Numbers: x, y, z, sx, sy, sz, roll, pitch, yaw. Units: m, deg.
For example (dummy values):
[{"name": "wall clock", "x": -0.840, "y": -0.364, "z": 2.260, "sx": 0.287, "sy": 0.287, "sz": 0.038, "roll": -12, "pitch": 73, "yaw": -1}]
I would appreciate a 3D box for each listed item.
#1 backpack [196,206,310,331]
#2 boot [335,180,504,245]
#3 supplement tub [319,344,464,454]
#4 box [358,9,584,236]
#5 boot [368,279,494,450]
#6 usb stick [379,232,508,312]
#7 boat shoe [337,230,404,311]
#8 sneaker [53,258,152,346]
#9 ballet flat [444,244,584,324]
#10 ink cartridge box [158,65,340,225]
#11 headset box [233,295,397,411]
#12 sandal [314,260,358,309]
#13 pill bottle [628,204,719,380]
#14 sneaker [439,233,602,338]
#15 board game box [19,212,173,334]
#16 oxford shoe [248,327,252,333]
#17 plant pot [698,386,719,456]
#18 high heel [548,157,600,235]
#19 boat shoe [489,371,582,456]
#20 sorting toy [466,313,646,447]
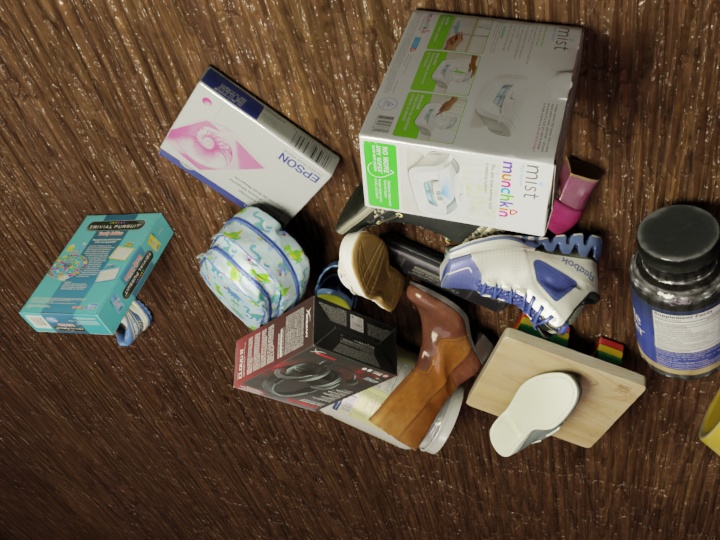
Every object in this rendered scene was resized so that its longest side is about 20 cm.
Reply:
[{"name": "backpack", "x": -0.143, "y": -0.001, "z": 1.086, "sx": 0.163, "sy": 0.154, "sz": 0.200, "roll": 48, "pitch": 143, "yaw": 3}, {"name": "boot", "x": 0.073, "y": -0.065, "z": 0.987, "sx": 0.153, "sy": 0.074, "sz": 0.203, "roll": 33, "pitch": 143, "yaw": -19}, {"name": "supplement tub", "x": 0.047, "y": 0.190, "z": 1.246, "sx": 0.199, "sy": 0.146, "sz": 0.145, "roll": 25, "pitch": 143, "yaw": -4}, {"name": "box", "x": 0.111, "y": -0.149, "z": 0.761, "sx": 0.175, "sy": 0.201, "sz": 0.097, "roll": 10, "pitch": 142, "yaw": 13}, {"name": "boot", "x": 0.076, "y": 0.134, "z": 1.128, "sx": 0.188, "sy": 0.200, "sz": 0.068, "roll": 46, "pitch": 172, "yaw": -39}, {"name": "usb stick", "x": 0.112, "y": 0.004, "z": 1.082, "sx": 0.199, "sy": 0.033, "sz": 0.056, "roll": 23, "pitch": 152, "yaw": -2}, {"name": "boat shoe", "x": 0.000, "y": 0.000, "z": 1.037, "sx": 0.069, "sy": 0.071, "sz": 0.200, "roll": 21, "pitch": 165, "yaw": 22}, {"name": "sneaker", "x": -0.453, "y": 0.056, "z": 1.378, "sx": 0.077, "sy": 0.086, "sz": 0.200, "roll": -21, "pitch": 125, "yaw": 42}, {"name": "ballet flat", "x": 0.204, "y": 0.001, "z": 1.022, "sx": 0.199, "sy": 0.068, "sz": 0.064, "roll": 28, "pitch": 115, "yaw": -10}, {"name": "ink cartridge box", "x": -0.156, "y": -0.139, "z": 1.035, "sx": 0.196, "sy": 0.043, "sz": 0.200, "roll": 33, "pitch": 140, "yaw": -14}, {"name": "headset box", "x": -0.070, "y": 0.123, "z": 1.097, "sx": 0.148, "sy": 0.078, "sz": 0.199, "roll": 25, "pitch": 140, "yaw": -36}, {"name": "sandal", "x": -0.037, "y": 0.045, "z": 1.168, "sx": 0.079, "sy": 0.088, "sz": 0.200, "roll": 19, "pitch": 164, "yaw": -5}, {"name": "pill bottle", "x": 0.370, "y": 0.026, "z": 0.917, "sx": 0.111, "sy": 0.112, "sz": 0.201, "roll": 1, "pitch": 137, "yaw": 25}, {"name": "sneaker", "x": 0.198, "y": 0.022, "z": 0.938, "sx": 0.198, "sy": 0.116, "sz": 0.081, "roll": -4, "pitch": 162, "yaw": -3}, {"name": "board game box", "x": -0.389, "y": 0.002, "z": 1.186, "sx": 0.150, "sy": 0.201, "sz": 0.047, "roll": 0, "pitch": 138, "yaw": 26}, {"name": "oxford shoe", "x": -0.120, "y": 0.121, "z": 1.273, "sx": 0.199, "sy": 0.073, "sz": 0.071, "roll": 10, "pitch": 165, "yaw": 44}, {"name": "plant pot", "x": 0.545, "y": 0.209, "z": 1.001, "sx": 0.188, "sy": 0.201, "sz": 0.201, "roll": 29, "pitch": 145, "yaw": 15}, {"name": "high heel", "x": 0.163, "y": -0.098, "z": 0.900, "sx": 0.199, "sy": 0.068, "sz": 0.097, "roll": 20, "pitch": 132, "yaw": -2}, {"name": "boat shoe", "x": 0.256, "y": 0.198, "z": 1.126, "sx": 0.061, "sy": 0.073, "sz": 0.200, "roll": -10, "pitch": 149, "yaw": -33}, {"name": "sorting toy", "x": 0.278, "y": 0.154, "z": 1.152, "sx": 0.199, "sy": 0.070, "sz": 0.199, "roll": 19, "pitch": 143, "yaw": 3}]
